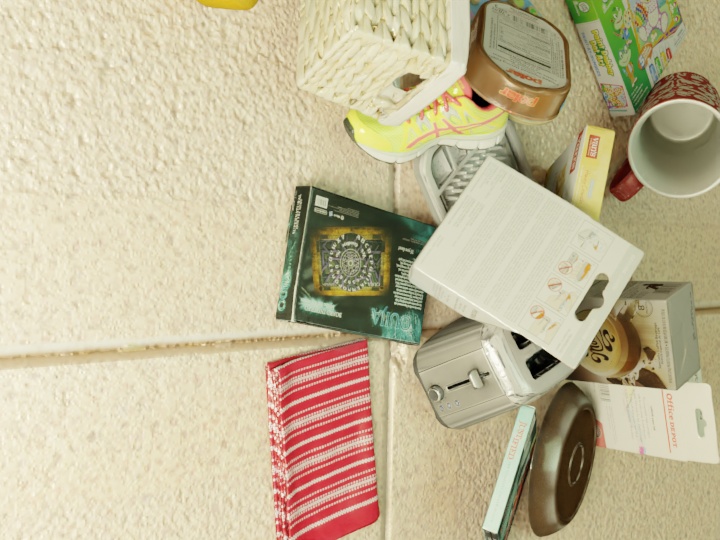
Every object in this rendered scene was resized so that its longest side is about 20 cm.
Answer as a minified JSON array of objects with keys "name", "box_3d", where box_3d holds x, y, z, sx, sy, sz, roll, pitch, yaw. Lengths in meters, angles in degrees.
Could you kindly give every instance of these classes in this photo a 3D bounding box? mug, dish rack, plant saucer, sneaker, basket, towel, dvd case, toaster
[{"name":"mug","box_3d":[0.419,-0.191,1.438,0.134,0.176,0.200,68,25,-18]},{"name":"dish rack","box_3d":[0.133,-0.095,1.217,0.172,0.043,0.201,-49,124,-34]},{"name":"plant saucer","box_3d":[0.264,0.245,1.343,0.200,0.032,0.202,-28,123,-54]},{"name":"sneaker","box_3d":[0.075,-0.172,1.085,0.199,0.091,0.079,-13,61,-27]},{"name":"basket","box_3d":[0.018,-0.261,0.989,0.122,0.135,0.202,12,68,-25]},{"name":"towel","box_3d":[-0.034,0.181,1.073,0.144,0.022,0.202,-11,100,-46]},{"name":"dvd case","box_3d":[0.176,0.251,1.227,0.200,0.022,0.147,70,39,-67]},{"name":"toaster","box_3d":[0.166,0.094,1.184,0.199,0.129,0.114,-24,89,-42]}]

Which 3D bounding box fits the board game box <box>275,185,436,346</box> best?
[{"name":"board game box","box_3d":[0.000,0.000,1.093,0.199,0.028,0.137,15,82,-46]}]

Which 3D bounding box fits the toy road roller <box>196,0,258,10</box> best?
[{"name":"toy road roller","box_3d":[-0.114,-0.316,0.897,0.200,0.122,0.147,40,76,-40]}]

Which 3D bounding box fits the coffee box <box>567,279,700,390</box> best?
[{"name":"coffee box","box_3d":[0.305,0.075,1.292,0.080,0.199,0.114,-24,108,-46]}]

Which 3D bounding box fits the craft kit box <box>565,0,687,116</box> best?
[{"name":"craft kit box","box_3d":[0.372,-0.353,1.453,0.200,0.048,0.198,-53,124,-30]}]

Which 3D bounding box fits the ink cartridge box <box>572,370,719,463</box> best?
[{"name":"ink cartridge box","box_3d":[0.386,0.178,1.382,0.067,0.199,0.117,-26,110,-42]}]

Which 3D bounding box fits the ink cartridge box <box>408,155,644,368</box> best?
[{"name":"ink cartridge box","box_3d":[0.175,-0.006,1.114,0.161,0.199,0.047,-54,170,-19]}]

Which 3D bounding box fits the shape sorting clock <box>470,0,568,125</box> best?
[{"name":"shape sorting clock","box_3d":[0.172,-0.259,1.211,0.199,0.039,0.202,19,60,-36]}]

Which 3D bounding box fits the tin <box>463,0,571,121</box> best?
[{"name":"tin","box_3d":[0.164,-0.224,1.096,0.201,0.111,0.042,-78,-172,-53]}]

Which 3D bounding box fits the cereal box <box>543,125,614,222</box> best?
[{"name":"cereal box","box_3d":[0.248,-0.075,1.250,0.200,0.039,0.145,102,0,-80]}]
